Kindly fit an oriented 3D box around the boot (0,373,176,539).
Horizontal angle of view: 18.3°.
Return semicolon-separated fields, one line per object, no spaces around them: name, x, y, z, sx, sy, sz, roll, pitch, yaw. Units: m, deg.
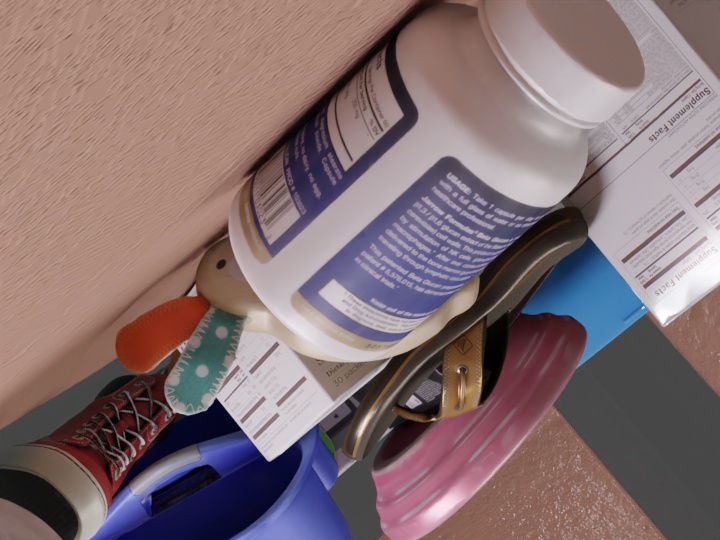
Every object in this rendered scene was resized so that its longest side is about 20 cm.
boot;-0.159;0.106;1.383;0.144;0.073;0.200;-39;-175;-20

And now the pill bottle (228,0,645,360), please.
pill bottle;0.038;-0.056;1.062;0.200;0.111;0.111;-42;176;30

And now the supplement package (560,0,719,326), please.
supplement package;0.190;-0.110;1.283;0.152;0.200;0.151;-36;175;-42

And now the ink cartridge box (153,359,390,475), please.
ink cartridge box;-0.088;0.124;1.717;0.146;0.147;0.200;-41;177;29

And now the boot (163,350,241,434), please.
boot;-0.136;0.118;1.556;0.077;0.199;0.156;-70;169;-57

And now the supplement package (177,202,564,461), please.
supplement package;0.000;0.000;1.371;0.200;0.111;0.156;-39;177;-24

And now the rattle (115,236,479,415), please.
rattle;-0.033;-0.016;1.193;0.199;0.131;0.143;-12;157;-15

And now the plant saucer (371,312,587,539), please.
plant saucer;0.075;0.100;1.558;0.201;0.051;0.201;-48;-174;7

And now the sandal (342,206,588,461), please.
sandal;0.065;0.046;1.283;0.200;0.055;0.082;-44;172;10

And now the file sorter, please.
file sorter;0.140;-0.038;1.726;0.139;0.200;0.123;-43;179;41

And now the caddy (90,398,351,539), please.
caddy;-0.102;0.156;1.456;0.199;0.105;0.142;-30;-144;12

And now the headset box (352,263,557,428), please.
headset box;0.074;0.003;1.570;0.200;0.077;0.149;-53;-173;-21

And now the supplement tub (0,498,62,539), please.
supplement tub;-0.243;0.219;1.247;0.144;0.145;0.200;-38;176;-34
